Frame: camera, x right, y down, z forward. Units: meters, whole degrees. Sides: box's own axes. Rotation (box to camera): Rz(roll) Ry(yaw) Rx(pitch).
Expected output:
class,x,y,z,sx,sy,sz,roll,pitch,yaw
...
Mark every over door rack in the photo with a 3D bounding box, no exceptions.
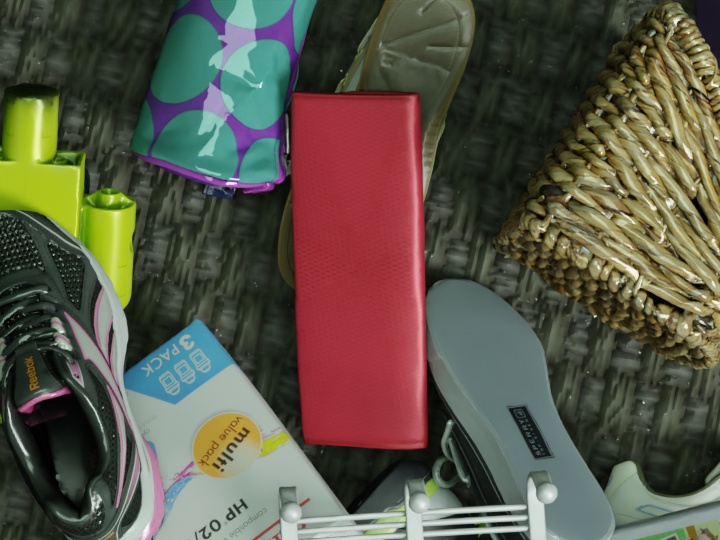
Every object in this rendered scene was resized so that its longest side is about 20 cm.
class,x,y,z,sx,sy,sz,roll,pitch,yaw
over door rack,0.034,0.208,1.332,0.147,0.067,0.201,-3,97,-5

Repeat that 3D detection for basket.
class,x,y,z,sx,sy,sz,roll,pitch,yaw
basket,0.173,-0.042,1.405,0.142,0.200,0.149,33,86,0

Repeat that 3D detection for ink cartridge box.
class,x,y,z,sx,sy,sz,roll,pitch,yaw
ink cartridge box,-0.073,0.139,1.408,0.115,0.068,0.200,-37,58,-3

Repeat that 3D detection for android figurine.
class,x,y,z,sx,sy,sz,roll,pitch,yaw
android figurine,-0.217,-0.008,1.441,0.181,0.041,0.201,3,110,-2

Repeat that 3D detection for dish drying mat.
class,x,y,z,sx,sy,sz,roll,pitch,yaw
dish drying mat,0.000,0.000,1.436,0.077,0.018,0.201,3,102,21

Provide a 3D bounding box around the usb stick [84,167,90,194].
class,x,y,z,sx,sy,sz,roll,pitch,yaw
usb stick,-0.252,-0.043,1.470,0.199,0.033,0.056,5,92,-2

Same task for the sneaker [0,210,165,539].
class,x,y,z,sx,sy,sz,roll,pitch,yaw
sneaker,-0.160,0.053,1.364,0.080,0.086,0.200,-28,75,5

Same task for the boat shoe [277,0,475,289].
class,x,y,z,sx,sy,sz,roll,pitch,yaw
boat shoe,0.014,-0.077,1.466,0.074,0.066,0.200,27,107,-1

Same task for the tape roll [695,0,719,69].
class,x,y,z,sx,sy,sz,roll,pitch,yaw
tape roll,0.295,-0.163,1.476,0.199,0.085,0.201,0,87,-2

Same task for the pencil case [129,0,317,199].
class,x,y,z,sx,sy,sz,roll,pitch,yaw
pencil case,-0.059,-0.142,1.458,0.092,0.085,0.201,17,86,-3

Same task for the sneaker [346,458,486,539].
class,x,y,z,sx,sy,sz,roll,pitch,yaw
sneaker,-0.006,0.196,1.452,0.083,0.072,0.200,43,87,-2

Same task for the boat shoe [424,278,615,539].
class,x,y,z,sx,sy,sz,roll,pitch,yaw
boat shoe,0.078,0.095,1.443,0.073,0.068,0.200,-6,51,-33

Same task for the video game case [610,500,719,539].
class,x,y,z,sx,sy,sz,roll,pitch,yaw
video game case,0.163,0.239,1.426,0.182,0.022,0.201,-19,89,37

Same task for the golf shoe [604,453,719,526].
class,x,y,z,sx,sy,sz,roll,pitch,yaw
golf shoe,0.232,0.146,1.465,0.199,0.078,0.098,1,81,-4
